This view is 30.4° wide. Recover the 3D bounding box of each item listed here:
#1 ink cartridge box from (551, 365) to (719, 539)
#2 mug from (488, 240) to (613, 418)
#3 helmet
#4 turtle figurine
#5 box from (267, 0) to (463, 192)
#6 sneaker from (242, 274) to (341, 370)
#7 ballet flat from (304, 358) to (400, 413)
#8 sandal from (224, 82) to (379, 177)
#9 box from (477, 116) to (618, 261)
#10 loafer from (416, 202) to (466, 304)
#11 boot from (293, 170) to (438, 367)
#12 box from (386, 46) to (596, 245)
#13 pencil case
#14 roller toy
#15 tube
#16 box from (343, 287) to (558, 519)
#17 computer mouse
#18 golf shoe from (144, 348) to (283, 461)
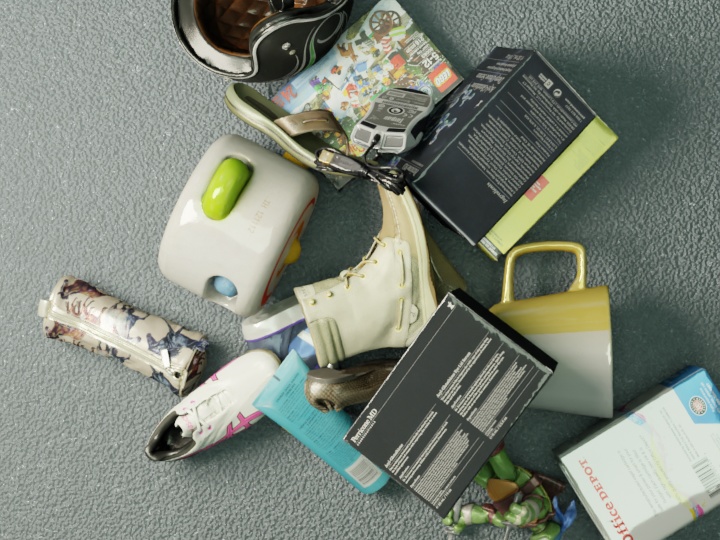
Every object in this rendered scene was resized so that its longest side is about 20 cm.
[{"bbox_3d":[0.342,0.222,1.535,0.199,0.085,0.145,-31,89,0],"label":"ink cartridge box"},{"bbox_3d":[0.212,0.079,1.527,0.152,0.150,0.187,-2,57,10],"label":"mug"},{"bbox_3d":[-0.109,-0.306,1.499,0.199,0.191,0.201,9,69,-23],"label":"helmet"},{"bbox_3d":[0.136,0.262,1.514,0.199,0.144,0.195,-31,85,-2],"label":"turtle figurine"},{"bbox_3d":[0.004,-0.210,1.569,0.200,0.038,0.137,-42,88,1],"label":"box"},{"bbox_3d":[-0.030,0.094,1.559,0.199,0.081,0.147,-22,103,-7],"label":"sneaker"},{"bbox_3d":[0.014,0.132,1.512,0.067,0.199,0.047,11,101,43],"label":"ballet flat"},{"bbox_3d":[-0.064,-0.165,1.506,0.200,0.080,0.058,33,109,6],"label":"sandal"},{"bbox_3d":[0.210,-0.097,1.546,0.200,0.075,0.050,-45,88,2],"label":"box"},{"bbox_3d":[0.087,0.009,1.553,0.067,0.076,0.201,-16,98,-1],"label":"loafer"},{"bbox_3d":[0.000,0.000,1.473,0.154,0.072,0.201,-13,102,-4],"label":"boot"},{"bbox_3d":[0.143,-0.145,1.500,0.107,0.148,0.200,42,91,-15],"label":"box"},{"bbox_3d":[-0.277,0.077,1.553,0.199,0.089,0.078,24,91,2],"label":"pencil case"},{"bbox_3d":[-0.131,-0.049,1.503,0.139,0.200,0.183,27,112,2],"label":"roller toy"},{"bbox_3d":[-0.039,0.181,1.515,0.200,0.050,0.078,48,65,-31],"label":"tube"},{"bbox_3d":[0.098,0.141,1.430,0.141,0.079,0.200,37,101,6],"label":"box"},{"bbox_3d":[0.030,-0.145,1.475,0.109,0.200,0.044,13,125,19],"label":"computer mouse"},{"bbox_3d":[-0.164,0.163,1.512,0.200,0.092,0.073,-40,85,28],"label":"golf shoe"}]
